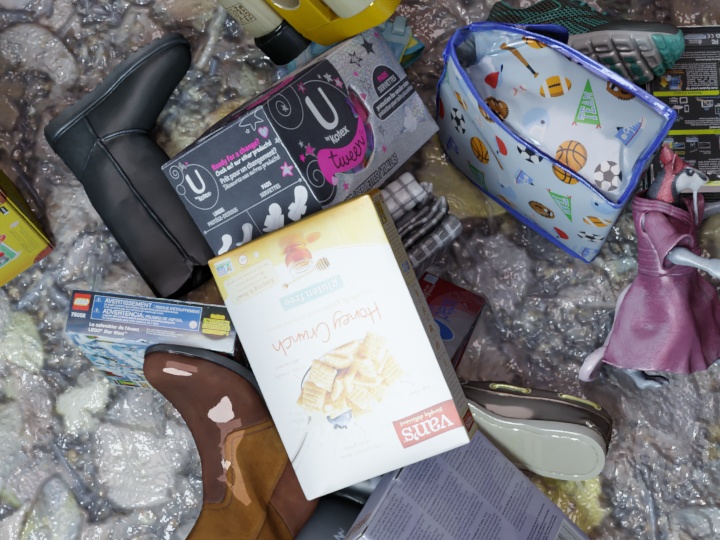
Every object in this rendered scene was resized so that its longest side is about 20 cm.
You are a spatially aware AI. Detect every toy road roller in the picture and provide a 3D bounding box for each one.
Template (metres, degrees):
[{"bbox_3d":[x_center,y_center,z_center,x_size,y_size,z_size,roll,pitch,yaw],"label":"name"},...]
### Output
[{"bbox_3d":[-0.043,-0.279,1.225,0.123,0.199,0.147,40,62,-28],"label":"toy road roller"}]

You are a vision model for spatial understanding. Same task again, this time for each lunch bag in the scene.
[{"bbox_3d":[0.157,-0.123,1.265,0.199,0.170,0.125,32,74,9],"label":"lunch bag"}]

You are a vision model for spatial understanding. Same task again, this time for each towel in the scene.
[{"bbox_3d":[0.000,0.000,1.226,0.165,0.200,0.086,-37,91,-6],"label":"towel"}]

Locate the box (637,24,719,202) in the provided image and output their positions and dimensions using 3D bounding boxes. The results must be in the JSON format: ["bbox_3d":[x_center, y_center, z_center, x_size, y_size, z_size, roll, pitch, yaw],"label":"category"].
[{"bbox_3d":[0.356,-0.143,1.328,0.197,0.044,0.163,-1,78,2],"label":"box"}]

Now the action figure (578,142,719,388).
[{"bbox_3d":[0.264,-0.010,1.255,0.147,0.134,0.203,-2,104,25],"label":"action figure"}]

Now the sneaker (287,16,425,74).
[{"bbox_3d":[-0.007,-0.243,1.348,0.128,0.080,0.203,-4,86,3],"label":"sneaker"}]

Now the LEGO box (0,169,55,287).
[{"bbox_3d":[-0.364,-0.030,1.246,0.148,0.200,0.078,-34,79,-7],"label":"LEGO box"}]

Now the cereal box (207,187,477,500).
[{"bbox_3d":[-0.013,0.057,1.095,0.142,0.040,0.202,-22,94,18],"label":"cereal box"}]

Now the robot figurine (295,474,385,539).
[{"bbox_3d":[-0.028,0.250,1.211,0.197,0.126,0.151,18,52,6],"label":"robot figurine"}]

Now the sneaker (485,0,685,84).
[{"bbox_3d":[0.196,-0.219,1.321,0.197,0.078,0.092,-1,64,19],"label":"sneaker"}]

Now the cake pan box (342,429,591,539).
[{"bbox_3d":[0.090,0.224,1.175,0.184,0.052,0.200,44,38,-5],"label":"cake pan box"}]

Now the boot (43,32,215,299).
[{"bbox_3d":[-0.172,-0.093,1.322,0.164,0.066,0.201,-38,75,2],"label":"boot"}]

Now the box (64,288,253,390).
[{"bbox_3d":[-0.159,0.066,1.216,0.135,0.200,0.040,7,74,3],"label":"box"}]

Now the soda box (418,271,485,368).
[{"bbox_3d":[0.050,0.067,1.208,0.063,0.200,0.071,25,109,7],"label":"soda box"}]

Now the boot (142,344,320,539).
[{"bbox_3d":[-0.123,0.178,1.104,0.188,0.068,0.202,43,53,-26],"label":"boot"}]

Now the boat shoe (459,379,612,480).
[{"bbox_3d":[0.121,0.129,1.264,0.197,0.073,0.060,9,36,17],"label":"boat shoe"}]

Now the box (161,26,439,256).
[{"bbox_3d":[-0.046,-0.103,1.203,0.115,0.131,0.200,56,39,-10],"label":"box"}]
